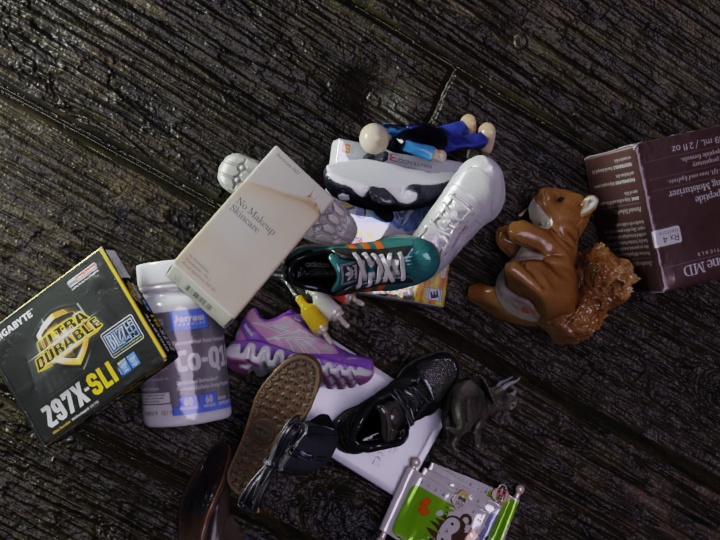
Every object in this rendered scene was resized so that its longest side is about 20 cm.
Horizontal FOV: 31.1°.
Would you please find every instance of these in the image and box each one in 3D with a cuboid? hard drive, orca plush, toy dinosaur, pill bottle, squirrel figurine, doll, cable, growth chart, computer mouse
[{"bbox_3d":[0.004,0.198,1.732,0.199,0.025,0.133,33,80,-12],"label":"hard drive"},{"bbox_3d":[0.045,-0.102,1.705,0.197,0.106,0.072,-10,135,-25],"label":"orca plush"},{"bbox_3d":[0.137,0.184,1.717,0.199,0.076,0.104,9,90,-59],"label":"toy dinosaur"},{"bbox_3d":[-0.226,0.089,1.628,0.112,0.114,0.204,-6,90,-15],"label":"pill bottle"},{"bbox_3d":[0.276,-0.011,1.766,0.198,0.142,0.188,32,65,-1],"label":"squirrel figurine"},{"bbox_3d":[0.080,-0.176,1.719,0.198,0.136,0.049,-9,117,-36],"label":"doll"},{"bbox_3d":[-0.081,0.007,1.670,0.199,0.050,0.097,38,70,12],"label":"cable"},{"bbox_3d":[0.121,0.337,1.752,0.198,0.018,0.147,20,84,-23],"label":"growth chart"},{"bbox_3d":[-0.082,0.247,1.601,0.046,0.200,0.141,34,92,13],"label":"computer mouse"}]

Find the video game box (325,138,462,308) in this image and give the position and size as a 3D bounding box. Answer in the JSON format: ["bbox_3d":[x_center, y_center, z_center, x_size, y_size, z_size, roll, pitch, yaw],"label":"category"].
[{"bbox_3d":[0.037,-0.063,1.743,0.179,0.047,0.204,9,85,-12],"label":"video game box"}]

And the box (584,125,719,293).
[{"bbox_3d":[0.430,-0.083,1.789,0.163,0.164,0.203,-13,91,-15],"label":"box"}]

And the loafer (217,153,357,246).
[{"bbox_3d":[-0.093,-0.091,1.684,0.198,0.070,0.071,31,89,-3],"label":"loafer"}]

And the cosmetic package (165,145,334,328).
[{"bbox_3d":[-0.135,-0.041,1.580,0.103,0.073,0.201,40,71,-5],"label":"cosmetic package"}]

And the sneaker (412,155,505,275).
[{"bbox_3d":[0.118,-0.056,1.640,0.074,0.201,0.100,36,36,6],"label":"sneaker"}]

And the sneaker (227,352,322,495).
[{"bbox_3d":[-0.104,0.186,1.643,0.066,0.090,0.202,29,103,5],"label":"sneaker"}]

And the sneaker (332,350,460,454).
[{"bbox_3d":[0.060,0.174,1.678,0.198,0.114,0.077,-30,97,-17],"label":"sneaker"}]

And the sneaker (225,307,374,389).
[{"bbox_3d":[-0.076,0.097,1.674,0.197,0.081,0.090,11,67,5],"label":"sneaker"}]

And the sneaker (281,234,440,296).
[{"bbox_3d":[0.000,0.000,1.597,0.196,0.080,0.073,-5,102,8],"label":"sneaker"}]

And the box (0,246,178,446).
[{"bbox_3d":[-0.342,0.093,1.574,0.199,0.049,0.161,-34,85,12],"label":"box"}]

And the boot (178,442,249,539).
[{"bbox_3d":[-0.182,0.331,1.668,0.096,0.074,0.203,31,69,-37],"label":"boot"}]
